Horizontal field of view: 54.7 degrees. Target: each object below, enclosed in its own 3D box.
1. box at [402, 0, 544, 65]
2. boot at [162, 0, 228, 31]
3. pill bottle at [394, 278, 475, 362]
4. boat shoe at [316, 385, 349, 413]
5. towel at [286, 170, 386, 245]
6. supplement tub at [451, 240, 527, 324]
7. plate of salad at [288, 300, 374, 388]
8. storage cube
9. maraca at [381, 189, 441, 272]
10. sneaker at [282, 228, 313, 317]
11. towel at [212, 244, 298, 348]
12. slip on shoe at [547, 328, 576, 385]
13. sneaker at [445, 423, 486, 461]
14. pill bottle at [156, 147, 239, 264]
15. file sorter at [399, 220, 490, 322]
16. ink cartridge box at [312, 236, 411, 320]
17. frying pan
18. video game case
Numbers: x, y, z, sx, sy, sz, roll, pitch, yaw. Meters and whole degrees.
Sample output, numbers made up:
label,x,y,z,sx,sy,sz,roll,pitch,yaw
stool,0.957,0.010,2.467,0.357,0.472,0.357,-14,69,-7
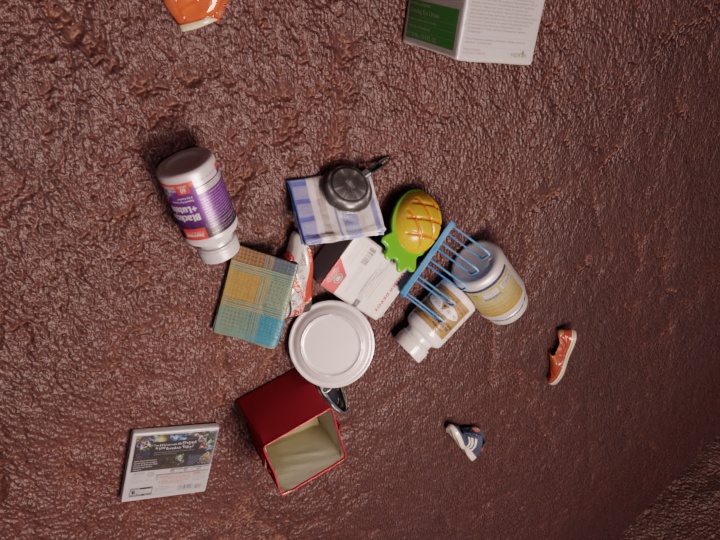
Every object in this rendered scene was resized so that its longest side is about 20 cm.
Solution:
label,x,y,z,sx,sy,sz,roll,pitch,yaw
box,0.222,-0.512,1.368,0.197,0.199,0.174,-6,117,-30
boot,-0.240,-0.484,1.177,0.198,0.075,0.108,-28,130,-7
pill bottle,0.182,0.128,1.745,0.200,0.114,0.114,-46,130,-3
boat shoe,-0.078,0.267,1.670,0.075,0.061,0.203,-43,130,-39
towel,-0.048,-0.134,1.462,0.197,0.024,0.149,-10,80,-27
supplement tub,0.333,0.035,1.771,0.145,0.144,0.200,-46,129,-2
plate of salad,-0.066,0.168,1.599,0.196,0.048,0.204,0,97,1
storage cube,-0.159,0.368,1.615,0.198,0.180,0.173,-27,127,-18
maraca,0.115,-0.091,1.571,0.137,0.106,0.202,42,63,-24
sneaker,-0.162,0.015,1.495,0.107,0.067,0.204,-17,125,-27
towel,-0.221,0.057,1.466,0.144,0.022,0.203,17,107,-3
slip on shoe,0.601,0.261,2.126,0.060,0.074,0.203,10,120,1
sneaker,0.317,0.485,2.055,0.084,0.075,0.200,-42,139,-4
pill bottle,-0.296,-0.117,1.308,0.110,0.111,0.202,-28,126,-17
file sorter,0.197,0.008,1.635,0.122,0.139,0.201,35,87,3
ink cartridge box,0.000,0.000,1.579,0.199,0.083,0.148,34,95,-39
frying pan,0.006,-0.182,1.471,0.187,0.116,0.031,-16,163,-23
video game case,-0.432,0.433,1.579,0.197,0.023,0.185,3,113,-33
